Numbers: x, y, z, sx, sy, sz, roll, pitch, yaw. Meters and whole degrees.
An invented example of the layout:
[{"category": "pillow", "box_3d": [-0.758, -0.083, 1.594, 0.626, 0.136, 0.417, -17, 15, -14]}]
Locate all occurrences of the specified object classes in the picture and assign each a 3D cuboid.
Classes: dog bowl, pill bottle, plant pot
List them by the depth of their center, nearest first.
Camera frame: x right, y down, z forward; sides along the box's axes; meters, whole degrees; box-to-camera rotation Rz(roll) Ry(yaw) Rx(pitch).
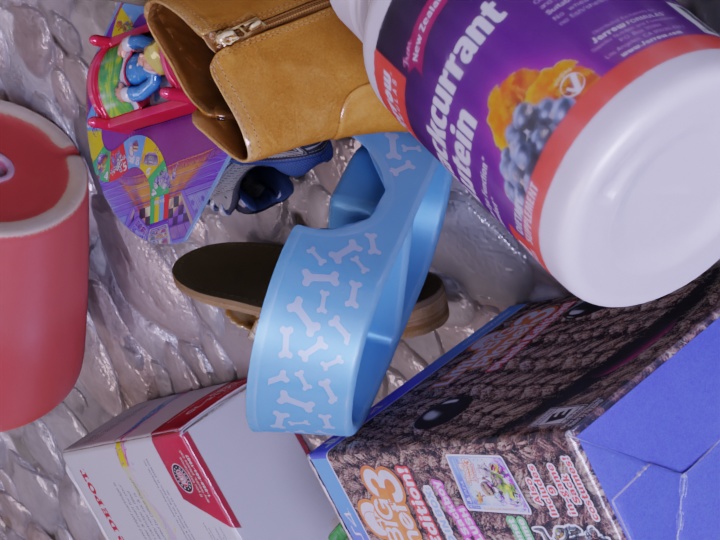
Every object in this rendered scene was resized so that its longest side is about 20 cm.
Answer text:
[{"category": "pill bottle", "box_3d": [0.070, -0.085, 0.689, 0.200, 0.111, 0.112, 48, 149, 40]}, {"category": "dog bowl", "box_3d": [0.000, 0.000, 0.833, 0.049, 0.200, 0.112, 15, 135, 10]}, {"category": "plant pot", "box_3d": [-0.278, -0.013, 1.188, 0.200, 0.200, 0.178, 42, 134, 20]}]

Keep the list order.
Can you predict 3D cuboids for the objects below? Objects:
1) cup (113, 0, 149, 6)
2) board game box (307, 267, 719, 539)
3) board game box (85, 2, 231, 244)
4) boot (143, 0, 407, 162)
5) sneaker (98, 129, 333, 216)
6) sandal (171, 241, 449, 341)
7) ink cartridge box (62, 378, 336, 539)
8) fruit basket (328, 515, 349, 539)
[{"category": "cup", "box_3d": [-0.118, -0.213, 0.814, 0.143, 0.200, 0.200, 40, 146, -1]}, {"category": "board game box", "box_3d": [0.103, 0.083, 0.792, 0.200, 0.159, 0.097, -14, 106, 55]}, {"category": "board game box", "box_3d": [-0.114, -0.118, 0.915, 0.200, 0.039, 0.158, -59, 46, 26]}, {"category": "boot", "box_3d": [0.002, -0.080, 0.796, 0.201, 0.144, 0.071, 45, 146, 16]}, {"category": "sneaker", "box_3d": [-0.086, -0.066, 0.986, 0.200, 0.077, 0.085, -16, 109, 56]}, {"category": "sandal", "box_3d": [-0.033, 0.035, 0.998, 0.211, 0.078, 0.070, 8, 118, 43]}, {"category": "ink cartridge box", "box_3d": [-0.112, 0.164, 1.202, 0.200, 0.083, 0.146, -16, 105, 56]}, {"category": "fruit basket", "box_3d": [0.080, 0.188, 0.973, 0.200, 0.094, 0.185, 48, 146, 7]}]
